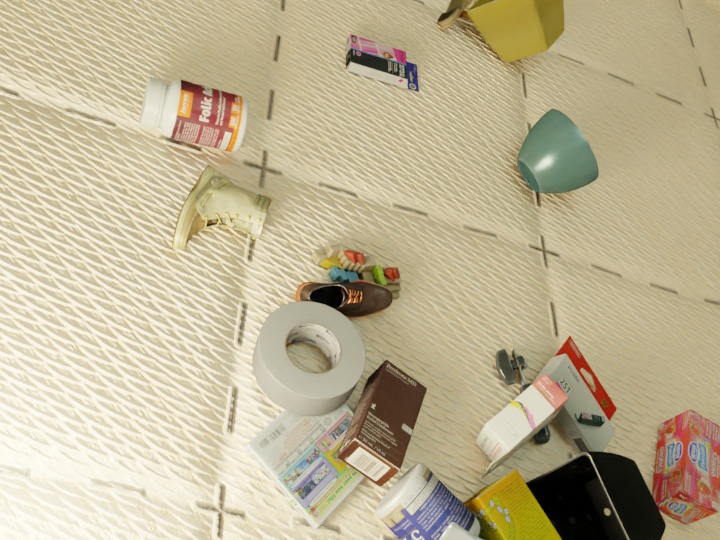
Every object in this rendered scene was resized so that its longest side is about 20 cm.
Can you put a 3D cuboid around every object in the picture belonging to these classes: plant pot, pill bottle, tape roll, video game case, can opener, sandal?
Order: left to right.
[{"bbox_3d":[-0.329,-0.311,1.629,0.197,0.114,0.116,11,56,-21],"label":"pill bottle"},{"bbox_3d":[-0.092,0.156,1.473,0.197,0.067,0.203,11,50,-13],"label":"tape roll"},{"bbox_3d":[-0.074,0.312,1.431,0.182,0.022,0.199,47,50,6],"label":"video game case"},{"bbox_3d":[0.132,0.439,1.394,0.200,0.120,0.120,45,51,5],"label":"pill bottle"},{"bbox_3d":[0.279,-0.702,2.233,0.070,0.077,0.213,54,53,-28],"label":"sandal"},{"bbox_3d":[0.435,-0.676,2.193,0.200,0.198,0.178,-49,120,-39],"label":"plant pot"},{"bbox_3d":[0.331,0.254,1.666,0.065,0.053,0.203,-19,64,3],"label":"can opener"},{"bbox_3d":[0.457,-0.264,1.977,0.134,0.200,0.202,-34,77,-2],"label":"plant pot"},{"bbox_3d":[0.438,0.447,1.509,0.175,0.200,0.202,-3,61,-40],"label":"plant pot"}]

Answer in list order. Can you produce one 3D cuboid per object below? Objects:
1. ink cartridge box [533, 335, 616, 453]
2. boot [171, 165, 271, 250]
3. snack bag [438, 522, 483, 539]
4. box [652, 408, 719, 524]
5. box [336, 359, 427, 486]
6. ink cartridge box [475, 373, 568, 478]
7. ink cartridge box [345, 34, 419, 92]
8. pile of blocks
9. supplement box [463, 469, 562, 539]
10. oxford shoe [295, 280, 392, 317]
[{"bbox_3d":[0.459,0.257,1.694,0.173,0.043,0.202,-40,99,-38],"label":"ink cartridge box"},{"bbox_3d":[-0.260,-0.095,1.557,0.153,0.073,0.202,25,47,-7],"label":"boot"},{"bbox_3d":[0.170,0.516,1.335,0.187,0.202,0.021,29,16,-6],"label":"snack bag"},{"bbox_3d":[0.680,0.406,1.709,0.094,0.100,0.202,29,52,-7],"label":"box"},{"bbox_3d":[0.042,0.268,1.463,0.099,0.075,0.201,34,39,-7],"label":"box"},{"bbox_3d":[0.287,0.294,1.543,0.199,0.117,0.068,-36,68,-20],"label":"ink cartridge box"},{"bbox_3d":[0.058,-0.503,2.002,0.197,0.037,0.096,13,56,-22],"label":"ink cartridge box"},{"bbox_3d":[0.000,0.000,1.638,0.197,0.062,0.083,20,53,-15],"label":"pile of blocks"},{"bbox_3d":[0.269,0.477,1.447,0.108,0.109,0.202,-23,72,-36],"label":"supplement box"},{"bbox_3d":[-0.022,0.056,1.572,0.196,0.072,0.073,-1,91,-22],"label":"oxford shoe"}]
